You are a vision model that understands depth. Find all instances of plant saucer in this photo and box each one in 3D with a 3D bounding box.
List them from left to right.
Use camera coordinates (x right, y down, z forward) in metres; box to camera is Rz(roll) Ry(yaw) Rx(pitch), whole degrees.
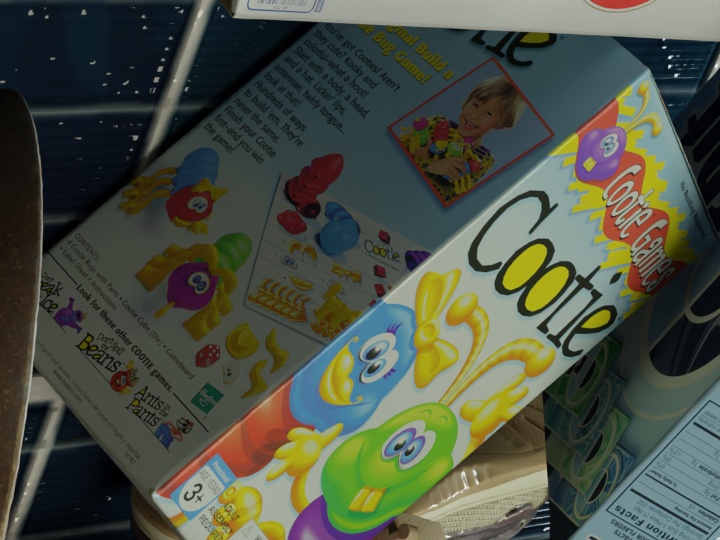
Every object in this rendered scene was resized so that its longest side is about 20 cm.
[{"bbox_3d":[-0.130,0.045,0.829,0.034,0.200,0.201,10,120,-19],"label":"plant saucer"}]

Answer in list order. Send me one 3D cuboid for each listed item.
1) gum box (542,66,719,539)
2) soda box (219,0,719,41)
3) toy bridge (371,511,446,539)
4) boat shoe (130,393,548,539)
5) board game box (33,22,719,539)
[{"bbox_3d":[0.136,-0.009,1.011,0.045,0.170,0.200,31,118,-18],"label":"gum box"},{"bbox_3d":[0.042,-0.114,0.901,0.200,0.068,0.064,0,125,-32],"label":"soda box"},{"bbox_3d":[-0.060,0.130,1.027,0.200,0.027,0.067,-31,150,26],"label":"toy bridge"},{"bbox_3d":[0.002,0.085,1.078,0.200,0.072,0.065,-13,132,-40],"label":"boat shoe"},{"bbox_3d":[0.000,0.000,0.965,0.200,0.105,0.103,-40,144,-6],"label":"board game box"}]
